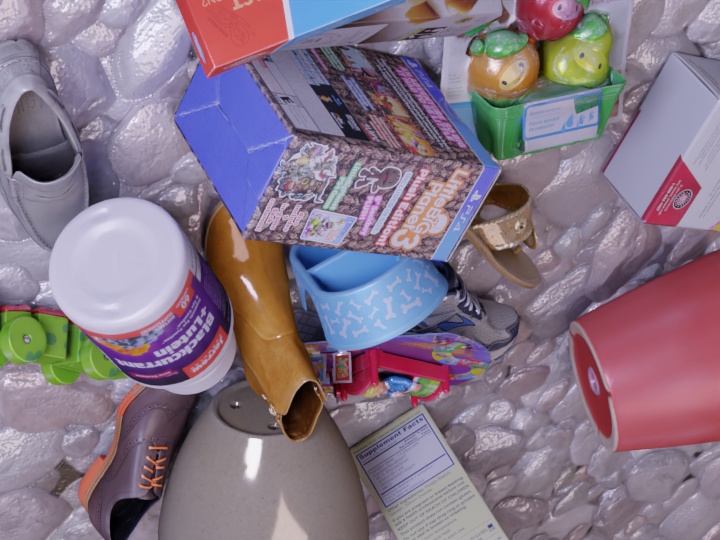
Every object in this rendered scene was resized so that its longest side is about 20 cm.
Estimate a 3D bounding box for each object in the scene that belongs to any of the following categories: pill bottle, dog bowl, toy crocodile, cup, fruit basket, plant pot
[{"bbox_3d":[-0.167,0.030,1.354,0.111,0.112,0.200,-32,154,-2],"label":"pill bottle"},{"bbox_3d":[0.000,0.000,1.416,0.111,0.200,0.050,-29,112,-4],"label":"dog bowl"},{"bbox_3d":[-0.262,0.057,1.402,0.067,0.062,0.200,-11,159,42],"label":"toy crocodile"},{"bbox_3d":[-0.089,0.185,1.548,0.200,0.200,0.144,-11,120,-24],"label":"cup"},{"bbox_3d":[0.154,-0.193,1.397,0.185,0.094,0.200,-13,132,-22],"label":"fruit basket"},{"bbox_3d":[0.319,0.095,1.721,0.177,0.201,0.201,-15,137,-5],"label":"plant pot"}]

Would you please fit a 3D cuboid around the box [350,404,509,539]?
[{"bbox_3d":[0.093,0.273,1.723,0.097,0.200,0.176,-32,140,-1],"label":"box"}]

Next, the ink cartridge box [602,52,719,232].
[{"bbox_3d":[0.355,-0.116,1.604,0.200,0.083,0.146,5,126,-36],"label":"ink cartridge box"}]

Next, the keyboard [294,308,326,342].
[{"bbox_3d":[-0.003,0.078,1.620,0.200,0.011,0.056,16,120,-42],"label":"keyboard"}]

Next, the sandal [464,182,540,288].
[{"bbox_3d":[0.123,-0.052,1.523,0.070,0.078,0.212,-42,134,19],"label":"sandal"}]

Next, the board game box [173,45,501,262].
[{"bbox_3d":[-0.020,-0.101,1.323,0.200,0.160,0.097,6,126,-36],"label":"board game box"}]

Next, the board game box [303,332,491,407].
[{"bbox_3d":[0.024,0.106,1.564,0.199,0.039,0.158,-4,158,7],"label":"board game box"}]

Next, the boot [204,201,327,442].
[{"bbox_3d":[-0.073,0.042,1.438,0.071,0.144,0.201,-20,137,-16],"label":"boot"}]

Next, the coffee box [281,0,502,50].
[{"bbox_3d":[-0.006,-0.228,1.232,0.200,0.080,0.115,-9,89,-26],"label":"coffee box"}]

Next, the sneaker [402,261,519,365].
[{"bbox_3d":[0.079,0.034,1.583,0.200,0.077,0.085,4,123,-36],"label":"sneaker"}]

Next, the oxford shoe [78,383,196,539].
[{"bbox_3d":[-0.192,0.169,1.539,0.071,0.073,0.200,6,126,-36],"label":"oxford shoe"}]

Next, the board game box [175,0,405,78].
[{"bbox_3d":[-0.071,-0.252,1.136,0.153,0.200,0.040,-23,-178,-12],"label":"board game box"}]

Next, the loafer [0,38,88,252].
[{"bbox_3d":[-0.243,-0.082,1.267,0.070,0.070,0.200,-23,138,-11],"label":"loafer"}]
